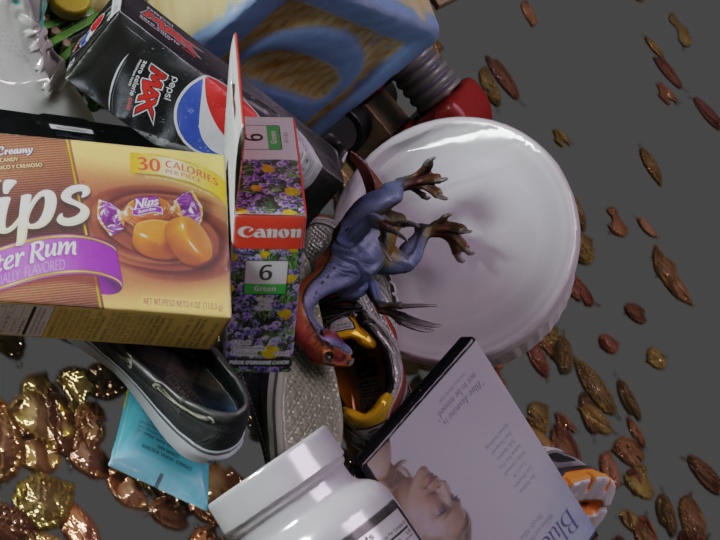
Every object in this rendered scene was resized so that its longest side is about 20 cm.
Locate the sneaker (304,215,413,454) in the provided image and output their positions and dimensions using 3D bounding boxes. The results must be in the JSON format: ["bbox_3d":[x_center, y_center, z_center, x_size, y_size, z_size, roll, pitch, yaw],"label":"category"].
[{"bbox_3d":[-0.005,0.042,1.450,0.082,0.078,0.200,63,6,-62],"label":"sneaker"}]

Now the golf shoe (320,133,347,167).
[{"bbox_3d":[-0.080,-0.065,1.458,0.078,0.094,0.200,50,29,7],"label":"golf shoe"}]

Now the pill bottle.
[{"bbox_3d":[-0.005,0.209,1.269,0.200,0.116,0.116,55,30,3],"label":"pill bottle"}]

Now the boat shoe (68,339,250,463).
[{"bbox_3d":[-0.142,0.038,1.265,0.200,0.057,0.069,45,52,12],"label":"boat shoe"}]

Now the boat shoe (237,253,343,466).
[{"bbox_3d":[-0.060,0.076,1.384,0.075,0.062,0.201,18,55,-50],"label":"boat shoe"}]

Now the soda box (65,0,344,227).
[{"bbox_3d":[-0.107,-0.107,1.356,0.200,0.063,0.071,36,16,-18],"label":"soda box"}]

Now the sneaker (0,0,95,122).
[{"bbox_3d":[-0.240,-0.163,1.343,0.200,0.088,0.075,49,28,-22],"label":"sneaker"}]

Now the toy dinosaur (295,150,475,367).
[{"bbox_3d":[0.000,0.000,1.424,0.181,0.200,0.105,-30,113,-28],"label":"toy dinosaur"}]

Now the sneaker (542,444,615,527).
[{"bbox_3d":[0.109,0.171,1.524,0.200,0.078,0.077,9,23,-44],"label":"sneaker"}]

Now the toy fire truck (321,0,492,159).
[{"bbox_3d":[0.059,-0.175,1.637,0.176,0.200,0.129,50,32,-6],"label":"toy fire truck"}]

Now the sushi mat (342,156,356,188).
[{"bbox_3d":[0.016,-0.070,1.683,0.200,0.012,0.096,50,32,-6],"label":"sushi mat"}]

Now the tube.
[{"bbox_3d":[-0.126,0.064,1.320,0.077,0.050,0.200,25,44,-24],"label":"tube"}]

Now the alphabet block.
[{"bbox_3d":[-0.088,-0.230,1.521,0.195,0.196,0.201,14,48,-50],"label":"alphabet block"}]

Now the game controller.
[{"bbox_3d":[-0.190,-0.066,1.320,0.199,0.042,0.104,6,34,-38],"label":"game controller"}]

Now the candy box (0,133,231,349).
[{"bbox_3d":[-0.184,-0.020,1.209,0.199,0.056,0.117,6,64,-19],"label":"candy box"}]

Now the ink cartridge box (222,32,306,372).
[{"bbox_3d":[-0.064,-0.042,1.269,0.050,0.200,0.109,1,39,-8],"label":"ink cartridge box"}]

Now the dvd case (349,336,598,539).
[{"bbox_3d":[0.087,0.170,1.429,0.143,0.018,0.200,-47,115,-30],"label":"dvd case"}]

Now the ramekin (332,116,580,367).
[{"bbox_3d":[0.081,-0.013,1.545,0.094,0.202,0.203,52,14,-67],"label":"ramekin"}]

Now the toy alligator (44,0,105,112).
[{"bbox_3d":[-0.193,-0.143,1.411,0.054,0.059,0.200,-36,80,-30],"label":"toy alligator"}]
